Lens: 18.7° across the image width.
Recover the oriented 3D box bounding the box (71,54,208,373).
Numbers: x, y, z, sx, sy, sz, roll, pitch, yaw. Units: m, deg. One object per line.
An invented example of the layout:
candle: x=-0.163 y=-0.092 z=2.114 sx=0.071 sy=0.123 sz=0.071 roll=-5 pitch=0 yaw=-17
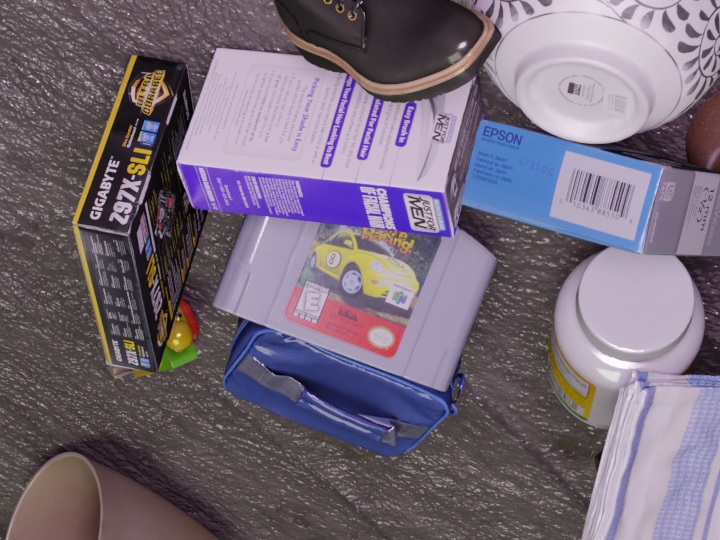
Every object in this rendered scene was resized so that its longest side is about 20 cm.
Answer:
box: x=-0.164 y=-0.041 z=1.671 sx=0.049 sy=0.160 sz=0.200 roll=11 pitch=149 yaw=9

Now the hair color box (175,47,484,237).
hair color box: x=-0.020 y=-0.093 z=1.573 sx=0.199 sy=0.110 sz=0.065 roll=6 pitch=147 yaw=16

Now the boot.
boot: x=-0.013 y=-0.185 z=1.415 sx=0.200 sy=0.078 sz=0.138 roll=14 pitch=151 yaw=48

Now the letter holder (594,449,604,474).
letter holder: x=0.299 y=0.167 z=1.739 sx=0.199 sy=0.101 sz=0.142 roll=-30 pitch=146 yaw=-10

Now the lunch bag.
lunch bag: x=-0.006 y=0.070 z=1.797 sx=0.199 sy=0.133 sz=0.136 roll=23 pitch=148 yaw=-10

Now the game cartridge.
game cartridge: x=0.000 y=0.000 z=1.694 sx=0.199 sy=0.134 sz=0.041 roll=20 pitch=180 yaw=-13

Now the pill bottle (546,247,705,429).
pill bottle: x=0.199 y=0.046 z=1.644 sx=0.112 sy=0.113 sz=0.200 roll=12 pitch=164 yaw=6

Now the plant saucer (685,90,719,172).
plant saucer: x=0.325 y=-0.066 z=1.533 sx=0.199 sy=0.035 sz=0.201 roll=11 pitch=147 yaw=7

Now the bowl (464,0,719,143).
bowl: x=0.152 y=-0.145 z=1.429 sx=0.200 sy=0.094 sz=0.201 roll=12 pitch=149 yaw=7

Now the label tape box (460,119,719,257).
label tape box: x=0.182 y=-0.055 z=1.530 sx=0.143 sy=0.066 sz=0.200 roll=17 pitch=-170 yaw=31

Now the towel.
towel: x=0.262 y=0.146 z=1.611 sx=0.199 sy=0.024 sz=0.147 roll=4 pitch=110 yaw=-26

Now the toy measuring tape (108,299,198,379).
toy measuring tape: x=-0.193 y=0.056 z=1.943 sx=0.073 sy=0.074 sz=0.200 roll=28 pitch=164 yaw=-18

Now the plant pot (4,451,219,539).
plant pot: x=-0.236 y=0.302 z=2.244 sx=0.200 sy=0.188 sz=0.187 roll=21 pitch=151 yaw=-36
